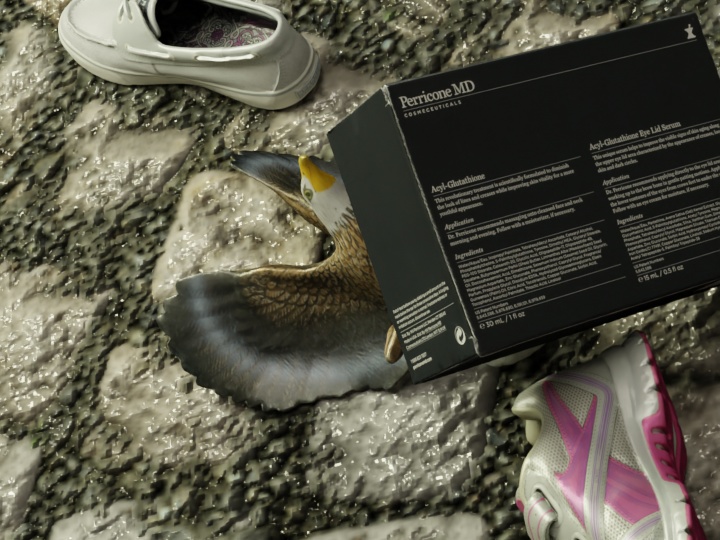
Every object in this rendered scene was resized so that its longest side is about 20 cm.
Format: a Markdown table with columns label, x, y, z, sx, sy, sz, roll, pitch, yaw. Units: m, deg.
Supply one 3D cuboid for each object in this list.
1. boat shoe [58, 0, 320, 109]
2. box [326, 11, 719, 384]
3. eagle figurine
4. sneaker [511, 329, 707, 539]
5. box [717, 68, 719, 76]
| label | x | y | z | sx | sy | sz | roll | pitch | yaw |
| --- | --- | --- | --- | --- | --- | --- | --- | --- | --- |
| boat shoe | -0.120 | -0.155 | 1.294 | 0.199 | 0.069 | 0.072 | 22 | 68 | 32 |
| box | 0.102 | -0.039 | 1.034 | 0.199 | 0.079 | 0.142 | -15 | 84 | -28 |
| eagle figurine | -0.003 | -0.007 | 1.132 | 0.151 | 0.152 | 0.199 | -15 | 3 | -39 |
| sneaker | 0.126 | 0.127 | 1.006 | 0.088 | 0.082 | 0.201 | -18 | 45 | 11 |
| box | 0.295 | -0.084 | 1.095 | 0.199 | 0.048 | 0.159 | 27 | 70 | 33 |
